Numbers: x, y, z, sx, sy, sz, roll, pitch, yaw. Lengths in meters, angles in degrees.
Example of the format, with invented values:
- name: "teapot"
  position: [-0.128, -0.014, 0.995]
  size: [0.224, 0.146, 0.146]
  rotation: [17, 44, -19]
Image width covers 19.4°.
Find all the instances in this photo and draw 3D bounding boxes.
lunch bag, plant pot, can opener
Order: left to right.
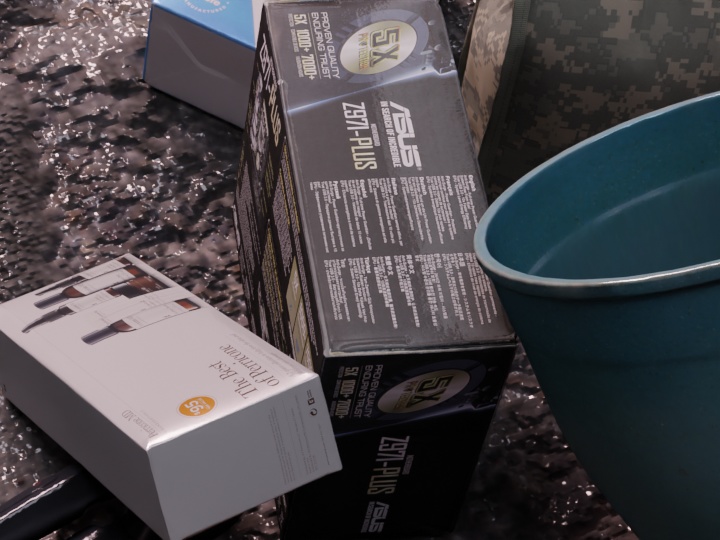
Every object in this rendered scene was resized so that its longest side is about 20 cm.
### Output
- name: "can opener"
  position: [-0.129, 0.114, 0.936]
  size: [0.200, 0.079, 0.063]
  rotation: [-25, 69, -15]
- name: "lunch bag"
  position: [0.138, -0.110, 1.060]
  size: [0.164, 0.200, 0.118]
  rotation: [3, 54, -7]
- name: "plant pot"
  position: [0.168, 0.042, 0.862]
  size: [0.200, 0.188, 0.200]
  rotation: [-18, 19, 6]

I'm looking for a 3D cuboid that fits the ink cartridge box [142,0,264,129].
- name: "ink cartridge box"
  position: [-0.021, -0.164, 1.154]
  size: [0.116, 0.067, 0.200]
  rotation: [25, 54, 9]

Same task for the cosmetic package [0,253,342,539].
- name: "cosmetic package"
  position: [-0.094, 0.050, 0.927]
  size: [0.082, 0.051, 0.200]
  rotation: [-25, 26, -22]

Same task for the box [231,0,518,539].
- name: "box"
  position: [0.000, 0.000, 0.977]
  size: [0.086, 0.164, 0.200]
  rotation: [-3, 54, -11]
